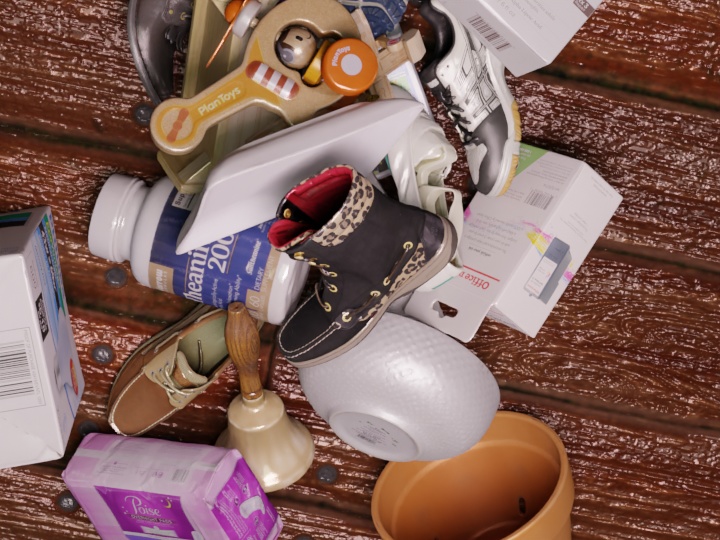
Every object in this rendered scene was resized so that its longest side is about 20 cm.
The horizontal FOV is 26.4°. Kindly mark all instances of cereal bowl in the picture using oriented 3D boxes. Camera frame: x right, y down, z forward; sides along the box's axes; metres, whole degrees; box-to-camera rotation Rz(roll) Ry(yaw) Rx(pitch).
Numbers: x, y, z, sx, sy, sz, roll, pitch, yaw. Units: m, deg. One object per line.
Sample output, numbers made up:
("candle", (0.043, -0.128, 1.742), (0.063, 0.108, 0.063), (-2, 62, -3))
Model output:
("cereal bowl", (0.028, 0.125, 1.472), (0.200, 0.200, 0.083), (28, 60, -10))

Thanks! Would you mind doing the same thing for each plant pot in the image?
("plant pot", (0.128, 0.257, 1.529), (0.200, 0.200, 0.140), (-22, 122, 4))

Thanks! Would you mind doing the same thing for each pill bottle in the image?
("pill bottle", (-0.150, -0.027, 1.458), (0.200, 0.111, 0.111), (16, 105, 7))

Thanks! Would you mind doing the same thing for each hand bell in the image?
("hand bell", (-0.104, 0.109, 1.471), (0.104, 0.104, 0.200), (-6, 131, -1))

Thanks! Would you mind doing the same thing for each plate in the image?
("plate", (-0.062, -0.087, 1.320), (0.199, 0.200, 0.032), (-24, 81, -20))

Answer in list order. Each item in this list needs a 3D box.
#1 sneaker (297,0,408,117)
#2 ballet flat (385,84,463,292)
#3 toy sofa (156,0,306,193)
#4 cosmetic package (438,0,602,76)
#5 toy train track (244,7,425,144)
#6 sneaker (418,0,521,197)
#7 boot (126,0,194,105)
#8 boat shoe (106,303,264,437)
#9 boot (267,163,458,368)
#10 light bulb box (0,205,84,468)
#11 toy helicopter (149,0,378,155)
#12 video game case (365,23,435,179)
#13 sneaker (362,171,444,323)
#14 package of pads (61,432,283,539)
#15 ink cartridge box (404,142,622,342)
("sneaker", (-0.025, -0.223, 1.410), (0.077, 0.085, 0.200), (29, 85, -41))
("ballet flat", (0.064, -0.081, 1.432), (0.069, 0.069, 0.200), (-7, 81, -1))
("toy sofa", (-0.116, -0.170, 1.381), (0.098, 0.083, 0.200), (-2, 118, -26))
("cosmetic package", (0.177, -0.286, 1.389), (0.113, 0.081, 0.200), (41, 79, -12))
("toy train track", (-0.014, -0.154, 1.362), (0.200, 0.033, 0.115), (-36, 124, -22))
("sneaker", (0.096, -0.166, 1.438), (0.088, 0.076, 0.200), (-4, 86, -21))
("boot", (-0.127, -0.256, 1.417), (0.174, 0.069, 0.200), (-3, 96, -2))
("boat shoe", (-0.175, 0.090, 1.517), (0.076, 0.074, 0.200), (43, 100, -13))
("boot", (-0.028, -0.004, 1.354), (0.200, 0.073, 0.151), (-36, 140, 19))
("light bulb box", (-0.343, 0.060, 1.436), (0.125, 0.200, 0.198), (-8, 106, -2))
("toy helicopter", (-0.093, -0.167, 1.285), (0.200, 0.079, 0.132), (-32, 92, -13))
("video game case", (-0.041, -0.161, 1.479), (0.200, 0.022, 0.182), (-21, 106, 2))
("sneaker", (0.000, 0.000, 1.493), (0.115, 0.074, 0.200), (-23, 113, 3))
("package of pads", (-0.186, 0.224, 1.498), (0.200, 0.076, 0.121), (1, 132, 36))
("ink cartridge box", (0.142, -0.015, 1.447), (0.067, 0.117, 0.200), (38, 83, -35))
